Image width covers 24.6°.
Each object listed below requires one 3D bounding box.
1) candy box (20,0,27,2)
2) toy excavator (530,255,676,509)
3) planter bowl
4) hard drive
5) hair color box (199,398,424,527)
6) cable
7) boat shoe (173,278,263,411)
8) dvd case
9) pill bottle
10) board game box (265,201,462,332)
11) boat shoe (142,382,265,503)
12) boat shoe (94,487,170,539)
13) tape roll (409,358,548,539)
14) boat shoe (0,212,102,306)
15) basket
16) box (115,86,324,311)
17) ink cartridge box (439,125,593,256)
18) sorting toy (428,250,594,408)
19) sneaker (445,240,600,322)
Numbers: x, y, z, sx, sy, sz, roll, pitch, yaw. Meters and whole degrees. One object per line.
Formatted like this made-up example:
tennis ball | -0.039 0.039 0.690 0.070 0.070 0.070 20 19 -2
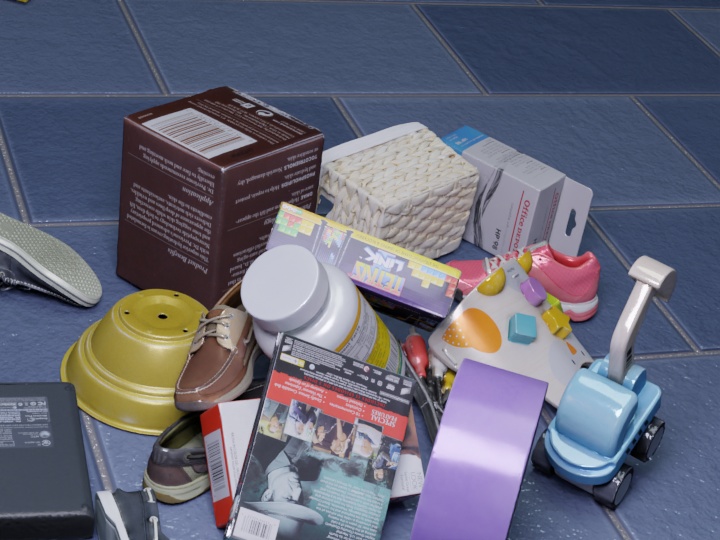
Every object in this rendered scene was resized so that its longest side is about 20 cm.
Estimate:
candy box | -0.581 -0.459 2.525 0.198 0.027 0.103 15 34 8
toy excavator | 0.256 0.110 1.654 0.099 0.201 0.195 27 63 24
planter bowl | -0.209 0.078 1.715 0.198 0.084 0.201 8 32 -5
hard drive | -0.330 0.178 1.562 0.138 0.033 0.201 1 32 -17
hair color box | -0.044 0.174 1.577 0.198 0.064 0.112 -5 78 -26
cable | 0.078 0.127 1.738 0.097 0.050 0.201 41 14 -27
boat shoe | -0.139 0.071 1.637 0.075 0.073 0.200 -7 24 20
dvd case | -0.035 0.174 1.531 0.144 0.022 0.202 19 66 -14
pill bottle | -0.039 0.062 1.643 0.111 0.200 0.114 -12 55 18
board game box | 0.000 0.000 1.740 0.198 0.057 0.165 21 -6 1
boat shoe | -0.134 0.157 1.624 0.071 0.067 0.200 31 39 24
boat shoe | -0.183 0.254 1.444 0.060 0.076 0.201 -9 36 -19
tape roll | 0.108 0.189 1.522 0.084 0.202 0.200 16 31 8
boat shoe | -0.378 -0.010 1.828 0.198 0.063 0.075 27 26 -3
basket | 0.034 -0.078 2.001 0.123 0.137 0.199 37 39 30
box | -0.160 -0.074 1.855 0.165 0.202 0.163 28 34 32
ink cartridge box | 0.183 -0.085 2.073 0.199 0.117 0.066 29 35 28
sorting toy | 0.198 0.083 1.820 0.180 0.107 0.200 44 25 9
sneaker | 0.192 -0.001 1.969 0.197 0.088 0.074 7 30 -6
